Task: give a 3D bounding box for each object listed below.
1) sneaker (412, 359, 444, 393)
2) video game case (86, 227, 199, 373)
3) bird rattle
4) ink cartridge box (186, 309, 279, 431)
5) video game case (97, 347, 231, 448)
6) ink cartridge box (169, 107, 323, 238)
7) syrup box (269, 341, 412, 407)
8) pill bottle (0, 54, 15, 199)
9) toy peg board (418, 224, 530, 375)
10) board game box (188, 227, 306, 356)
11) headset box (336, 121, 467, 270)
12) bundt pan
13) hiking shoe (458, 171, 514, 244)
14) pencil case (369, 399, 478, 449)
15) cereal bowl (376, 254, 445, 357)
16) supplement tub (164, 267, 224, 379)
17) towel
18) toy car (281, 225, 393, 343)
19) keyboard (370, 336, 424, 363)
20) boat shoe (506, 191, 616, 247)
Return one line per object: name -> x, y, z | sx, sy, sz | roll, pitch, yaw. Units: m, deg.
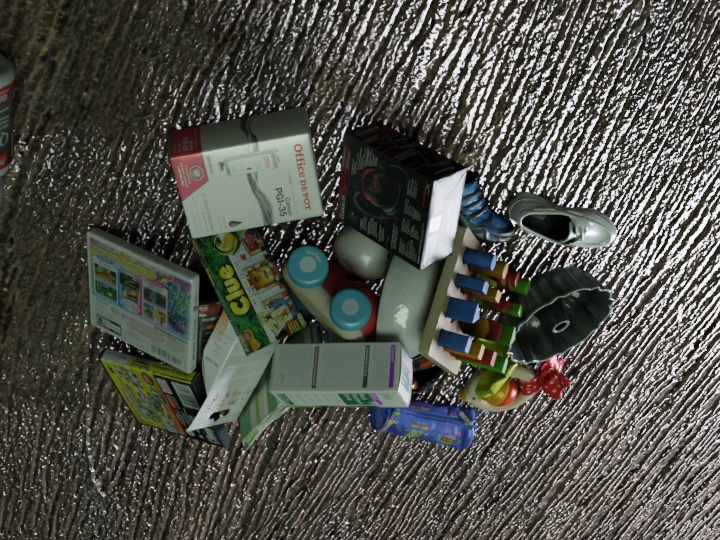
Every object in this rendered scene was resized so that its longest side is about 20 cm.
sneaker -> 0.050, 0.152, 1.672 | 0.200, 0.112, 0.078 | -8, 127, -5
video game case -> -0.333, 0.046, 1.511 | 0.200, 0.024, 0.182 | 23, 127, 20
bird rattle -> 0.268, 0.195, 1.777 | 0.200, 0.113, 0.163 | 12, 136, -34
ink cartridge box -> -0.206, 0.153, 1.579 | 0.200, 0.050, 0.162 | -59, 160, 11
video game case -> -0.319, 0.212, 1.627 | 0.181, 0.026, 0.200 | 12, 143, 21
ink cartridge box -> -0.163, -0.142, 1.436 | 0.200, 0.083, 0.147 | -11, 127, -2
syrup box -> -0.027, 0.158, 1.487 | 0.200, 0.081, 0.079 | -1, 156, 15
pill bottle -> -0.523, -0.187, 1.318 | 0.116, 0.116, 0.200 | 6, 125, -14
toy peg board -> 0.185, 0.059, 1.516 | 0.098, 0.200, 0.199 | 14, 170, 21
board game box -> -0.169, 0.017, 1.489 | 0.105, 0.023, 0.200 | -26, 89, -27
headset box -> 0.048, -0.116, 1.438 | 0.075, 0.200, 0.149 | -25, 134, -38
bundt pan -> 0.317, 0.066, 1.654 | 0.202, 0.076, 0.202 | -19, 146, -13
hiking shoe -> 0.172, -0.105, 1.530 | 0.200, 0.074, 0.087 | 23, 111, -30
pencil case -> 0.118, 0.270, 1.791 | 0.200, 0.078, 0.087 | 15, 151, -20
cereal bowl -> 0.093, 0.047, 1.540 | 0.083, 0.200, 0.200 | 14, 127, 15
supplement tub -> -0.261, 0.102, 1.584 | 0.107, 0.107, 0.200 | 1, 126, -11
towel -> -0.130, 0.185, 1.637 | 0.023, 0.153, 0.200 | 36, 111, -27
toy car -> 0.000, 0.000, 1.528 | 0.200, 0.177, 0.184 | -43, 170, -13
keyboard -> 0.034, 0.112, 1.648 | 0.200, 0.127, 0.021 | -22, 160, 3
boat shoe -> 0.329, -0.067, 1.590 | 0.200, 0.065, 0.074 | 11, 123, -17
